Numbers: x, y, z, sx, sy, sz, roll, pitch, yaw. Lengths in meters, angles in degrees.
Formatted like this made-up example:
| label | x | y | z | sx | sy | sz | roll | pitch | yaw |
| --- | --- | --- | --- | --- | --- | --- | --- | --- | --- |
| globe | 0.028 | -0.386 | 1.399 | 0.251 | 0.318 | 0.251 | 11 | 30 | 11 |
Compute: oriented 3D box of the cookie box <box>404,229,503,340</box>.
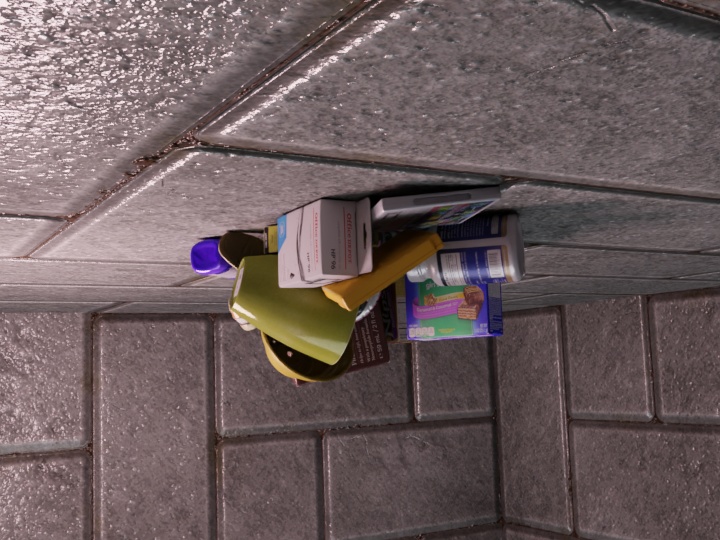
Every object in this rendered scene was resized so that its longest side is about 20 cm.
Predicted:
| label | x | y | z | sx | sy | sz | roll | pitch | yaw |
| --- | --- | --- | --- | --- | --- | --- | --- | --- | --- |
| cookie box | 0.170 | 0.023 | 1.617 | 0.169 | 0.204 | 0.075 | -7 | 171 | 30 |

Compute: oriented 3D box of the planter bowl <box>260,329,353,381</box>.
| label | x | y | z | sx | sy | sz | roll | pitch | yaw |
| --- | --- | --- | --- | --- | --- | --- | --- | --- | --- |
| planter bowl | -0.116 | 0.137 | 1.623 | 0.198 | 0.203 | 0.084 | 3 | 143 | -39 |

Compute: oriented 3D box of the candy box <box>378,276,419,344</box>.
| label | x | y | z | sx | sy | sz | roll | pitch | yaw |
| --- | --- | --- | --- | --- | --- | --- | --- | --- | --- |
| candy box | 0.076 | 0.050 | 1.814 | 0.055 | 0.204 | 0.116 | 1 | 173 | -19 |

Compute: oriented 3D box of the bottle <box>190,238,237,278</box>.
| label | x | y | z | sx | sy | sz | roll | pitch | yaw |
| --- | --- | --- | --- | --- | --- | --- | --- | --- | --- |
| bottle | -0.248 | -0.019 | 1.706 | 0.082 | 0.067 | 0.199 | -10 | 171 | 24 |

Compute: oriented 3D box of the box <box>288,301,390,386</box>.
| label | x | y | z | sx | sy | sz | roll | pitch | yaw |
| --- | --- | --- | --- | --- | --- | --- | --- | --- | --- |
| box | -0.060 | 0.125 | 1.778 | 0.197 | 0.169 | 0.164 | -14 | -177 | -9 |

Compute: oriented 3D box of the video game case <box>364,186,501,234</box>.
| label | x | y | z | sx | sy | sz | roll | pitch | yaw |
| --- | --- | --- | --- | --- | --- | --- | --- | --- | --- |
| video game case | 0.098 | -0.090 | 1.328 | 0.179 | 0.023 | 0.200 | -7 | 174 | -12 |

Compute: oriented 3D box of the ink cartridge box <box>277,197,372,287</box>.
| label | x | y | z | sx | sy | sz | roll | pitch | yaw |
| --- | --- | --- | --- | --- | --- | --- | --- | --- | --- |
| ink cartridge box | -0.059 | -0.042 | 1.348 | 0.067 | 0.118 | 0.199 | 2 | 171 | -30 |

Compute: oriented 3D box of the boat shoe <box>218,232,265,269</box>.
| label | x | y | z | sx | sy | sz | roll | pitch | yaw |
| --- | --- | --- | --- | --- | --- | --- | --- | --- | --- |
| boat shoe | -0.176 | -0.011 | 1.610 | 0.198 | 0.073 | 0.066 | 21 | 166 | -22 |

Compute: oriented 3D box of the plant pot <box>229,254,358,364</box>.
| label | x | y | z | sx | sy | sz | roll | pitch | yaw |
| --- | --- | --- | --- | --- | --- | --- | --- | --- | --- |
| plant pot | -0.120 | 0.047 | 1.513 | 0.197 | 0.190 | 0.187 | 16 | 169 | -14 |

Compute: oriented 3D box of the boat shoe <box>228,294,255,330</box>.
| label | x | y | z | sx | sy | sz | roll | pitch | yaw |
| --- | --- | --- | --- | --- | --- | --- | --- | --- | --- |
| boat shoe | -0.183 | 0.016 | 1.675 | 0.074 | 0.201 | 0.069 | -4 | 136 | 41 |

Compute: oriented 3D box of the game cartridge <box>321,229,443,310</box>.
| label | x | y | z | sx | sy | sz | roll | pitch | yaw |
| --- | --- | --- | --- | --- | --- | --- | --- | --- | --- |
| game cartridge | 0.031 | -0.003 | 1.354 | 0.175 | 0.033 | 0.200 | -34 | -169 | -7 |

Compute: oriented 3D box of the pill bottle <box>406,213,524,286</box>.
| label | x | y | z | sx | sy | sz | roll | pitch | yaw |
| --- | --- | --- | --- | --- | --- | --- | --- | --- | --- |
| pill bottle | 0.178 | -0.033 | 1.506 | 0.197 | 0.118 | 0.116 | -4 | 173 | 18 |

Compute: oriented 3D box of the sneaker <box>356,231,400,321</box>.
| label | x | y | z | sx | sy | sz | roll | pitch | yaw |
| --- | --- | --- | --- | --- | --- | --- | --- | --- | --- |
| sneaker | 0.000 | 0.000 | 1.633 | 0.085 | 0.202 | 0.081 | 16 | -157 | -30 |

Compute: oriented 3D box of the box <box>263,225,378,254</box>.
| label | x | y | z | sx | sy | sz | roll | pitch | yaw |
| --- | --- | --- | --- | --- | --- | --- | --- | --- | --- |
| box | -0.069 | -0.059 | 1.489 | 0.197 | 0.051 | 0.075 | -7 | 171 | 33 |
